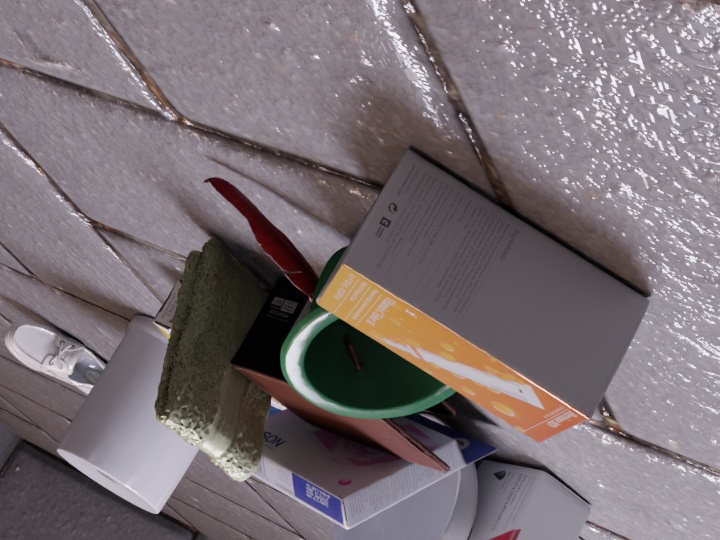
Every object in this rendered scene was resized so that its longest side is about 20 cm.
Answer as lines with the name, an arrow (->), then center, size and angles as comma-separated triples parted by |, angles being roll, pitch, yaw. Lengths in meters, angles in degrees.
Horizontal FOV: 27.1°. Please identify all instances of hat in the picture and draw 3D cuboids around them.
hat -> 0.000, 0.000, 1.252 | 0.165, 0.177, 0.200 | -29, 137, 20

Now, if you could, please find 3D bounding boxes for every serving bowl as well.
serving bowl -> 0.057, 0.257, 1.586 | 0.065, 0.202, 0.199 | 30, 165, -31

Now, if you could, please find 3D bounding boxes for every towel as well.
towel -> -0.130, 0.085, 1.439 | 0.036, 0.202, 0.148 | -12, 141, 33

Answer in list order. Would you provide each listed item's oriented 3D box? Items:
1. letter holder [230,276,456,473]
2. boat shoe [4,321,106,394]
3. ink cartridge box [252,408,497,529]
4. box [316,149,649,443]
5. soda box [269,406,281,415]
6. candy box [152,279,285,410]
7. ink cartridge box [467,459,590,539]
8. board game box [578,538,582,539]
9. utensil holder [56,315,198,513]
letter holder -> 0.004, 0.099, 1.402 | 0.199, 0.101, 0.142 | 13, 157, 45
boat shoe -> -0.458, 0.136, 2.335 | 0.199, 0.071, 0.069 | 30, 163, -25
ink cartridge box -> 0.001, 0.172, 1.504 | 0.195, 0.199, 0.044 | 18, 124, 49
box -> 0.083, 0.023, 1.061 | 0.199, 0.098, 0.124 | 31, 163, -1
soda box -> -0.054, 0.172, 1.743 | 0.199, 0.068, 0.064 | 21, 160, 31
candy box -> -0.116, 0.095, 1.654 | 0.199, 0.061, 0.137 | 22, 161, 30
ink cartridge box -> 0.131, 0.285, 1.611 | 0.083, 0.146, 0.199 | 38, 161, -26
board game box -> 0.234, 0.346, 1.805 | 0.199, 0.026, 0.200 | 36, 162, -14
utensil holder -> -0.277, 0.188, 1.943 | 0.169, 0.201, 0.170 | 29, 163, 10
